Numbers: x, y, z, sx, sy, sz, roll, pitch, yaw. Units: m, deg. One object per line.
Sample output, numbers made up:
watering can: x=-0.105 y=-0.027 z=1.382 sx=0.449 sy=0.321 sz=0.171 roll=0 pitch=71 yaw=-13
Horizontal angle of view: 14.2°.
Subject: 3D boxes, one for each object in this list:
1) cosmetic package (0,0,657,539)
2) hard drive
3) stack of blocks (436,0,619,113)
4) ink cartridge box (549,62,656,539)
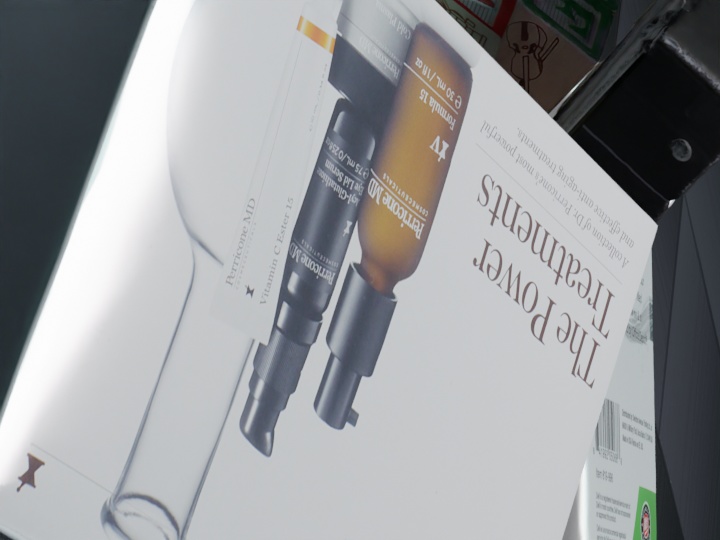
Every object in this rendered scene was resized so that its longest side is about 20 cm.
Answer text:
cosmetic package: x=-0.017 y=0.014 z=0.624 sx=0.200 sy=0.052 sz=0.151 roll=39 pitch=66 yaw=-50
hard drive: x=0.071 y=-0.035 z=0.808 sx=0.140 sy=0.038 sz=0.200 roll=-49 pitch=179 yaw=-41
stack of blocks: x=0.008 y=-0.081 z=0.803 sx=0.115 sy=0.059 sz=0.200 roll=38 pitch=32 yaw=-9
ink cartridge box: x=0.062 y=0.026 z=1.118 sx=0.147 sy=0.083 sz=0.201 roll=29 pitch=60 yaw=-71
